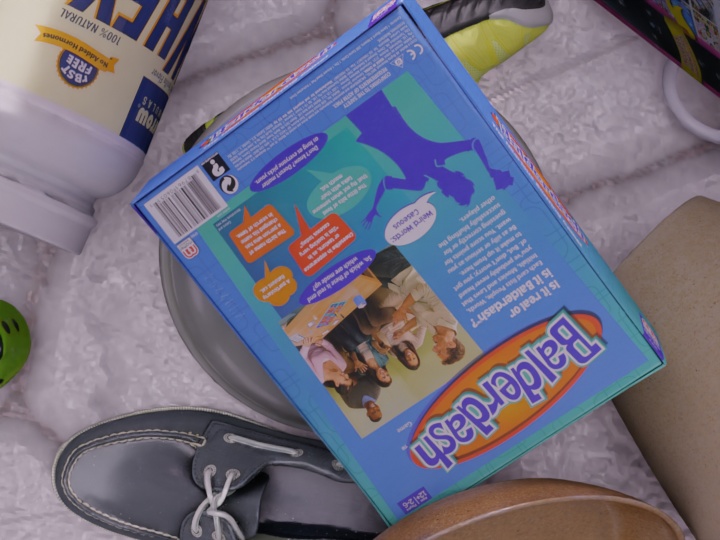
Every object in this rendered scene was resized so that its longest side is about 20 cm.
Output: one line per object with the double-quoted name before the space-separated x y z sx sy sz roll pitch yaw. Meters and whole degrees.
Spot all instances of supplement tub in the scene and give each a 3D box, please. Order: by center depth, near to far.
"supplement tub" -0.154 -0.122 0.741 0.144 0.145 0.201 22 86 -3

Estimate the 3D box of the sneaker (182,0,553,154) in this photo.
"sneaker" 0.011 -0.082 0.794 0.199 0.075 0.077 -27 97 5

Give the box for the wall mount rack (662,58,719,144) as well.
"wall mount rack" 0.255 -0.066 0.786 0.199 0.075 0.174 12 66 -3

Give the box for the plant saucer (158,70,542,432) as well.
"plant saucer" 0.000 0.000 0.756 0.199 0.050 0.201 -1 112 -2

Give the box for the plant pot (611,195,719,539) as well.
"plant pot" 0.207 0.064 0.754 0.200 0.187 0.187 43 85 14

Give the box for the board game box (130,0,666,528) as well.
"board game box" 0.019 0.000 0.697 0.152 0.045 0.200 -34 102 14

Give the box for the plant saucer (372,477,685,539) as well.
"plant saucer" 0.059 0.158 0.745 0.199 0.201 0.036 -19 49 -5

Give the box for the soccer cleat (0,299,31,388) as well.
"soccer cleat" -0.256 0.070 0.756 0.200 0.081 0.068 -30 90 -5

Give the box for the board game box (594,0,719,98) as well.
"board game box" 0.155 -0.158 0.722 0.064 0.148 0.200 -39 55 -4

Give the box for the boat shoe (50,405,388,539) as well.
"boat shoe" -0.058 0.110 0.778 0.199 0.062 0.073 9 86 -4
